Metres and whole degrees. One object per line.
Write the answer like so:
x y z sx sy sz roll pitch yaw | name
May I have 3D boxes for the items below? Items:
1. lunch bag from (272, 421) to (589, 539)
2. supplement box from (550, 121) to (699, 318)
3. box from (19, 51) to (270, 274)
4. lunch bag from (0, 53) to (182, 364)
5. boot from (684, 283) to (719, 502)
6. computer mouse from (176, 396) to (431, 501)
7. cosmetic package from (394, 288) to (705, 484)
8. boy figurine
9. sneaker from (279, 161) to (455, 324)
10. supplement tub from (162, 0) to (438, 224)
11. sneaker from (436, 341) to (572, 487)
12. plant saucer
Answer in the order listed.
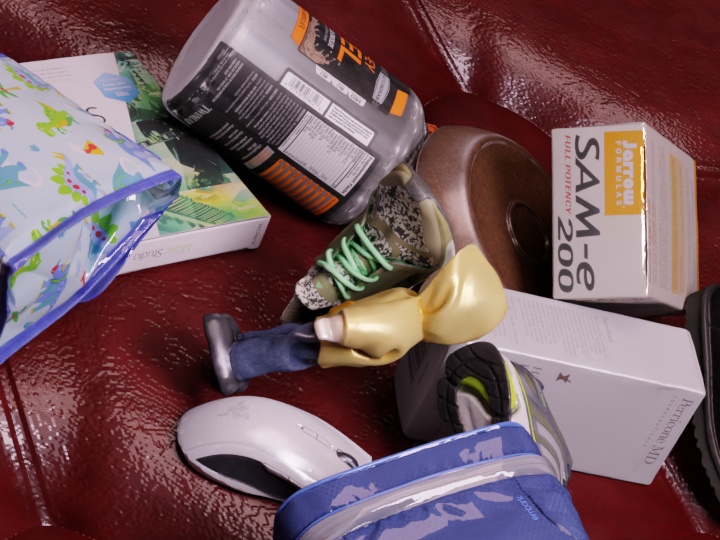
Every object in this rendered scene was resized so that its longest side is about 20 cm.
0.034 0.185 1.406 0.199 0.136 0.133 -15 49 -20 | lunch bag
0.199 -0.033 1.733 0.073 0.127 0.200 -2 -7 18 | supplement box
-0.178 -0.083 1.712 0.144 0.036 0.200 -13 52 -42 | box
-0.241 -0.056 1.561 0.170 0.128 0.200 35 46 12 | lunch bag
0.319 0.075 1.678 0.079 0.157 0.212 18 56 -44 | boot
-0.023 0.128 1.537 0.199 0.044 0.110 20 37 -10 | computer mouse
0.133 0.080 1.650 0.199 0.102 0.074 12 38 -17 | cosmetic package
-0.003 0.035 1.548 0.124 0.199 0.065 2 72 -80 | boy figurine
0.000 0.000 1.605 0.088 0.200 0.077 -32 77 -31 | sneaker
-0.039 -0.118 1.748 0.200 0.123 0.123 35 33 -16 | supplement tub
0.111 0.147 1.537 0.081 0.074 0.201 12 64 -48 | sneaker
0.115 -0.022 1.738 0.200 0.034 0.201 33 44 -40 | plant saucer
